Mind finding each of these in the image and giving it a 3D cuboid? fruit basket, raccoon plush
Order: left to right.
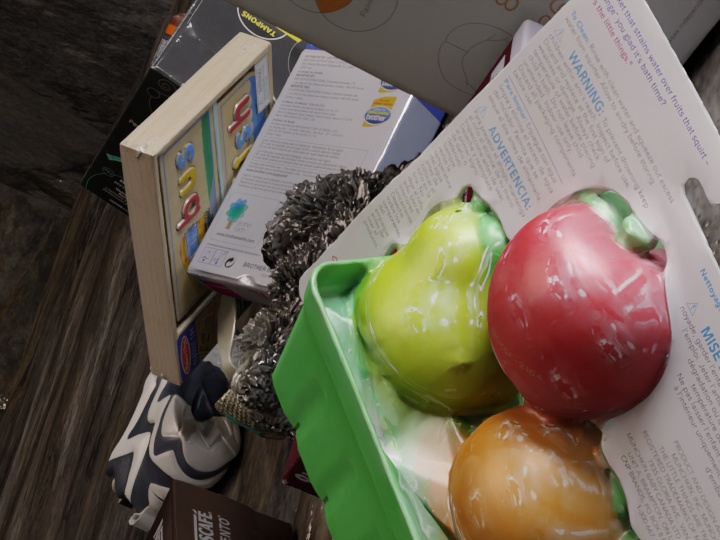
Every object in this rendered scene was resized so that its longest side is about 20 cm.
[{"bbox_3d":[0.000,0.000,0.805,0.200,0.097,0.134,-58,11,35],"label":"raccoon plush"},{"bbox_3d":[0.063,0.033,0.517,0.200,0.094,0.186,-41,63,38],"label":"fruit basket"}]

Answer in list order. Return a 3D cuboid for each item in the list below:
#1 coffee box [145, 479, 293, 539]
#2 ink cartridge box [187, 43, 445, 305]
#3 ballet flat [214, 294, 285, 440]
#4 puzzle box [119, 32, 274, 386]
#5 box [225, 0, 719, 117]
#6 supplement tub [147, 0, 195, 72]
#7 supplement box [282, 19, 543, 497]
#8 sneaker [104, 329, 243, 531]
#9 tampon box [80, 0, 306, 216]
[{"bbox_3d":[-0.111,0.238,0.907,0.200,0.080,0.113,-64,14,15],"label":"coffee box"},{"bbox_3d":[-0.018,-0.070,0.992,0.119,0.042,0.200,12,72,45],"label":"ink cartridge box"},{"bbox_3d":[-0.051,0.011,1.041,0.068,0.075,0.200,134,155,-61],"label":"ballet flat"},{"bbox_3d":[-0.098,-0.037,1.029,0.133,0.025,0.200,-50,-28,-38],"label":"puzzle box"},{"bbox_3d":[0.053,-0.159,0.669,0.152,0.200,0.106,-54,16,38],"label":"box"},{"bbox_3d":[-0.190,-0.223,1.837,0.200,0.107,0.107,-66,15,5],"label":"supplement tub"},{"bbox_3d":[0.041,0.006,0.670,0.200,0.061,0.109,-54,17,39],"label":"supplement box"},{"bbox_3d":[-0.149,0.118,1.224,0.130,0.079,0.199,-51,30,25],"label":"sneaker"},{"bbox_3d":[-0.094,-0.109,1.191,0.126,0.150,0.200,-61,11,-30],"label":"tampon box"}]
